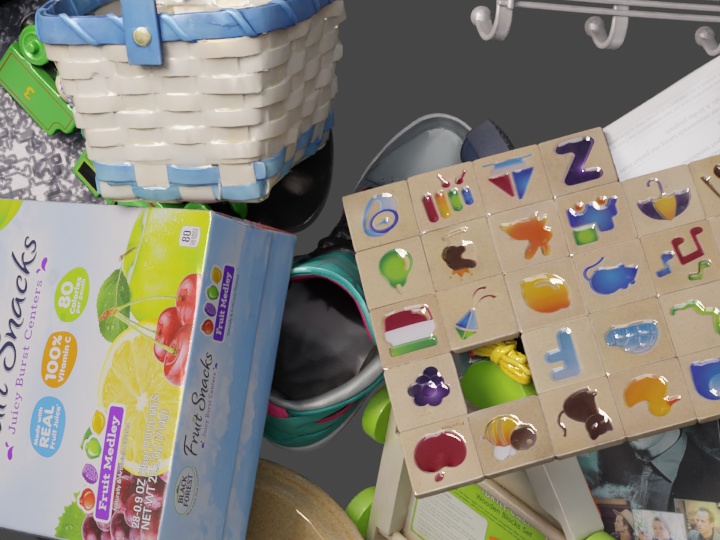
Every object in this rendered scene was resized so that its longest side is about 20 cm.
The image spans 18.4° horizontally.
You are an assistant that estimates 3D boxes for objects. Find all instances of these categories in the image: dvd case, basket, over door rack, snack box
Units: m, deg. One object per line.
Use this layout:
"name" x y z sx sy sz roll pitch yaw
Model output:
"dvd case" 0.123 0.107 1.103 0.145 0.022 0.201 0 108 35
"basket" -0.081 -0.139 1.082 0.138 0.176 0.201 4 106 16
"over door rack" 0.136 -0.216 1.152 0.147 0.067 0.201 1 104 -20
"snack box" -0.135 0.053 1.123 0.199 0.068 0.170 3 82 43

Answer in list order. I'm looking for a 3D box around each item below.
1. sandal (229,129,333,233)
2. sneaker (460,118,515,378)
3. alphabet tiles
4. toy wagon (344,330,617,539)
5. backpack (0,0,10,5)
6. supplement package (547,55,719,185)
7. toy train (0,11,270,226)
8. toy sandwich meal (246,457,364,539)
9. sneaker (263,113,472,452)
"sandal" -0.058 -0.119 1.197 0.075 0.045 0.201 -6 84 3
"sneaker" 0.079 0.024 1.149 0.082 0.070 0.201 -22 93 5
"alphabet tiles" 0.103 0.008 1.044 0.199 0.008 0.168 -15 58 2
"toy wagon" 0.064 0.115 1.103 0.155 0.039 0.201 35 129 33
"backpack" -0.224 -0.194 1.166 0.199 0.163 0.154 -12 69 -4
"supplement package" 0.190 0.010 1.132 0.109 0.114 0.201 -32 83 -1
"toy train" -0.120 -0.056 1.191 0.200 0.042 0.056 47 125 9
"toy sandwich meal" -0.067 0.195 1.157 0.204 0.070 0.206 -2 80 13
"sneaker" 0.000 0.000 1.142 0.083 0.121 0.201 29 86 6
